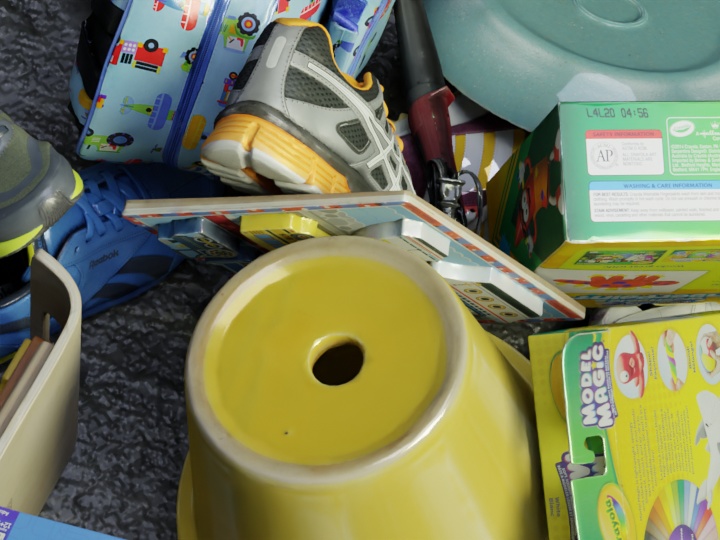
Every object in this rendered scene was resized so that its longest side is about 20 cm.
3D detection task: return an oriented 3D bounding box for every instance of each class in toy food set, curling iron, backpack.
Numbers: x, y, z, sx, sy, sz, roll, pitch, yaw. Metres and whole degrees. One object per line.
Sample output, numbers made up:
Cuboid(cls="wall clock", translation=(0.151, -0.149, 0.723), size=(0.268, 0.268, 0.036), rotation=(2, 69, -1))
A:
Cuboid(cls="toy food set", translation=(-0.191, 0.100, 1.388), size=(0.060, 0.144, 0.200), rotation=(24, 62, 7))
Cuboid(cls="curling iron", translation=(0.038, -0.086, 1.517), size=(0.026, 0.050, 0.200), rotation=(0, 49, -10))
Cuboid(cls="backpack", translation=(-0.060, -0.130, 1.472), size=(0.135, 0.183, 0.200), rotation=(25, 29, 1))

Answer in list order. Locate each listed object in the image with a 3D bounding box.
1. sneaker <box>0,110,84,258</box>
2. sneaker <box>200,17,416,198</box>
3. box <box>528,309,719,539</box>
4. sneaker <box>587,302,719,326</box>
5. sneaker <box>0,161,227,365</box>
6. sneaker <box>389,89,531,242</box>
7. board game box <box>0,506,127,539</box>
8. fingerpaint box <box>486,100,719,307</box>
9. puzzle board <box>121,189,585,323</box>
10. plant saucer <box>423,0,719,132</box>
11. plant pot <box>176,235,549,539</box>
Cuboid(cls="sneaker", translation=(-0.213, -0.071, 1.446), size=(0.200, 0.081, 0.074), rotation=(29, 66, 38))
Cuboid(cls="sneaker", translation=(-0.010, -0.057, 1.419), size=(0.078, 0.200, 0.077), rotation=(12, 79, 18))
Cuboid(cls="box", translation=(0.139, 0.081, 1.400), size=(0.200, 0.048, 0.117), rotation=(-3, 88, -58))
Cuboid(cls="sneaker", translation=(0.139, 0.077, 1.532), size=(0.100, 0.075, 0.200), rotation=(39, 49, 2))
Cuboid(cls="sneaker", translation=(-0.141, -0.017, 1.494), size=(0.200, 0.078, 0.066), rotation=(-33, 77, -27))
Cuboid(cls="sneaker", translation=(0.050, -0.037, 1.558), size=(0.200, 0.075, 0.090), rotation=(-30, 72, -25))
Cuboid(cls="board game box", translation=(-0.070, 0.179, 1.342), size=(0.200, 0.152, 0.045), rotation=(12, 60, 19))
Cuboid(cls="fingerpaint box", translation=(0.176, -0.032, 1.466), size=(0.200, 0.167, 0.073), rotation=(-1, 78, -9))
Cuboid(cls="puzzle board", translation=(0.000, 0.000, 1.430), size=(0.151, 0.200, 0.017), rotation=(-1, 74, 28))
Cuboid(cls="plant saucer", translation=(0.129, -0.128, 1.590), size=(0.200, 0.036, 0.200), rotation=(11, 33, -7))
Cuboid(cls="plant pot", translation=(0.003, 0.086, 1.387), size=(0.201, 0.189, 0.201), rotation=(-5, 57, 8))
